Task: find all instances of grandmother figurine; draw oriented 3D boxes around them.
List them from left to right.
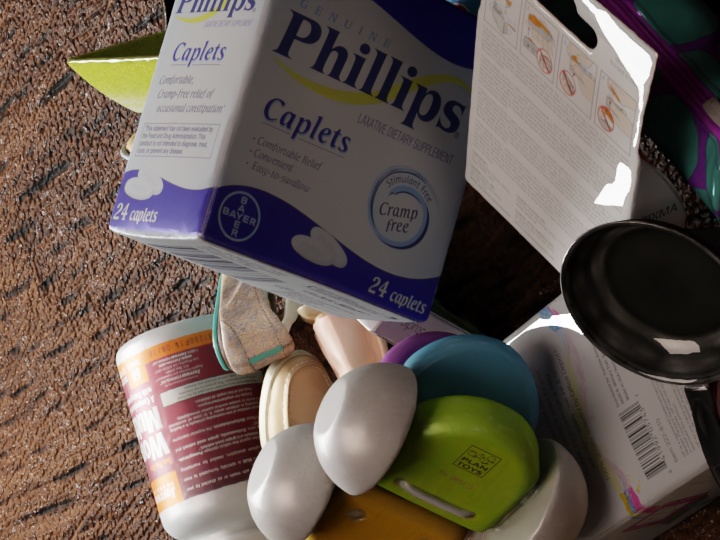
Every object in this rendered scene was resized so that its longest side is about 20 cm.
[{"bbox_3d":[0.016,0.111,1.758,0.060,0.121,0.200,-25,83,7],"label":"grandmother figurine"}]

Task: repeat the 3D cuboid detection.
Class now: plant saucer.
[{"bbox_3d":[-0.070,-0.150,1.717,0.200,0.199,0.048,4,110,52],"label":"plant saucer"}]

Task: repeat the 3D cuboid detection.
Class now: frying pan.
[{"bbox_3d":[0.192,0.042,1.377,0.190,0.031,0.115,46,138,-11],"label":"frying pan"}]

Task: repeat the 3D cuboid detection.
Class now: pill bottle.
[{"bbox_3d":[-0.111,0.141,1.895,0.110,0.109,0.200,-31,72,51],"label":"pill bottle"}]

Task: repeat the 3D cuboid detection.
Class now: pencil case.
[{"bbox_3d":[0.181,-0.115,1.412,0.085,0.092,0.200,-43,59,6],"label":"pencil case"}]

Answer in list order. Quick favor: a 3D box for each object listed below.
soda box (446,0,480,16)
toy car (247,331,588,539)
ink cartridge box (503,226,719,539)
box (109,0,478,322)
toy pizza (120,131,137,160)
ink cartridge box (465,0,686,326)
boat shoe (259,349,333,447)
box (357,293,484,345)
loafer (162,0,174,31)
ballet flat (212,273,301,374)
[{"bbox_3d":[0.110,-0.149,1.588,0.200,0.064,0.068,27,117,47],"label":"soda box"},{"bbox_3d":[0.041,0.112,1.540,0.200,0.175,0.150,-44,26,48],"label":"toy car"},{"bbox_3d":[0.169,0.082,1.539,0.200,0.085,0.145,-41,63,47],"label":"ink cartridge box"},{"bbox_3d":[-0.030,-0.088,1.529,0.105,0.184,0.200,4,76,53],"label":"box"},{"bbox_3d":[-0.070,-0.107,1.717,0.200,0.200,0.032,8,112,52],"label":"toy pizza"},{"bbox_3d":[0.127,-0.091,1.417,0.160,0.047,0.200,48,147,38],"label":"ink cartridge box"},{"bbox_3d":[-0.021,0.157,1.814,0.069,0.074,0.200,7,112,54],"label":"boat shoe"},{"bbox_3d":[0.000,0.000,1.699,0.036,0.144,0.200,-52,50,7],"label":"box"},{"bbox_3d":[-0.123,-0.135,1.849,0.073,0.071,0.200,-21,67,21],"label":"loafer"},{"bbox_3d":[-0.073,-0.006,1.843,0.067,0.068,0.200,-16,50,13],"label":"ballet flat"}]
